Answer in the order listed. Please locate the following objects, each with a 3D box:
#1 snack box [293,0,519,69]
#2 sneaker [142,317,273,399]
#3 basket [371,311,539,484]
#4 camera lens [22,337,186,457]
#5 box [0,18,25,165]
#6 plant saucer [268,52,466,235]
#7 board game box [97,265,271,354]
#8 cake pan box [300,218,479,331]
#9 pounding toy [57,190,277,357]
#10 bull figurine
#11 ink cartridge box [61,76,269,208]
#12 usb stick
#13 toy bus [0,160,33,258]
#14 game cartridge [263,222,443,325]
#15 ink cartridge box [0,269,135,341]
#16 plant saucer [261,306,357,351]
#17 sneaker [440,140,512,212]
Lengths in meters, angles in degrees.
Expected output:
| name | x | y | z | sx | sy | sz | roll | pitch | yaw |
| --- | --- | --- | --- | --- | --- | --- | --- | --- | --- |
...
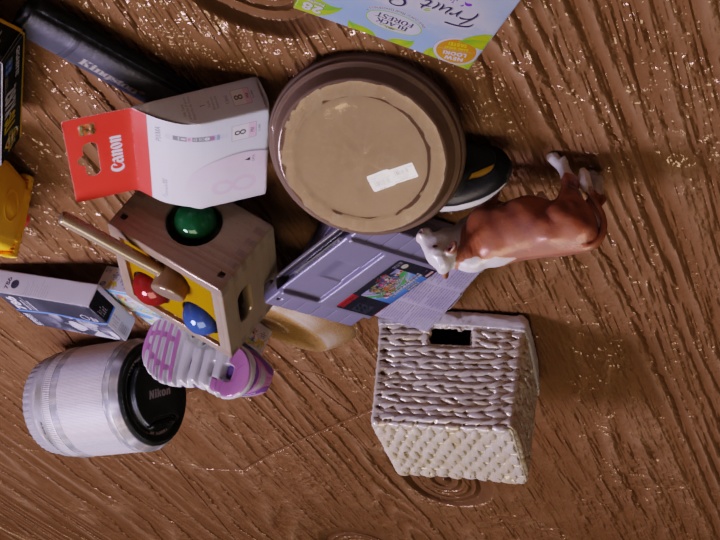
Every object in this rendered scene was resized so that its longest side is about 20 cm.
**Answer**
| name | x | y | z | sx | sy | sz | roll | pitch | yaw |
| --- | --- | --- | --- | --- | --- | --- | --- | --- | --- |
| snack box | 0.055 | -0.263 | 1.108 | 0.168 | 0.068 | 0.200 | 17 | 153 | -12 |
| sneaker | -0.188 | 0.116 | 1.718 | 0.199 | 0.081 | 0.088 | 16 | -179 | 37 |
| basket | 0.124 | 0.166 | 1.771 | 0.197 | 0.162 | 0.200 | 2 | 152 | 14 |
| camera lens | -0.363 | 0.184 | 1.965 | 0.199 | 0.161 | 0.160 | -9 | 146 | 32 |
| box | -0.418 | -0.202 | 1.369 | 0.159 | 0.049 | 0.200 | 27 | 151 | -1 |
| plant saucer | 0.004 | -0.116 | 1.342 | 0.199 | 0.030 | 0.201 | 5 | 123 | 8 |
| board game box | -0.226 | 0.049 | 1.747 | 0.199 | 0.034 | 0.134 | 8 | 157 | 43 |
| cake pan box | 0.030 | -0.005 | 1.605 | 0.183 | 0.053 | 0.200 | 18 | 151 | -9 |
| pounding toy | -0.208 | -0.013 | 1.529 | 0.184 | 0.142 | 0.200 | 29 | 153 | 16 |
| bull figurine | 0.158 | -0.052 | 1.399 | 0.199 | 0.122 | 0.065 | -3 | 148 | 23 |
| ink cartridge box | -0.193 | -0.114 | 1.400 | 0.199 | 0.057 | 0.163 | -18 | 156 | -14 |
| usb stick | -0.248 | -0.207 | 1.349 | 0.199 | 0.033 | 0.055 | 28 | 146 | -29 |
| toy bus | -0.478 | -0.078 | 1.585 | 0.199 | 0.136 | 0.192 | 4 | 167 | 16 |
| game cartridge | 0.000 | 0.000 | 1.508 | 0.129 | 0.039 | 0.200 | 20 | 142 | -31 |
| ink cartridge box | -0.405 | 0.043 | 1.813 | 0.199 | 0.039 | 0.100 | 9 | 155 | 30 |
| plant saucer | -0.101 | 0.054 | 1.709 | 0.199 | 0.036 | 0.200 | 22 | 164 | 7 |
| sneaker | 0.050 | -0.111 | 1.382 | 0.199 | 0.070 | 0.090 | 2 | 154 | 19 |
